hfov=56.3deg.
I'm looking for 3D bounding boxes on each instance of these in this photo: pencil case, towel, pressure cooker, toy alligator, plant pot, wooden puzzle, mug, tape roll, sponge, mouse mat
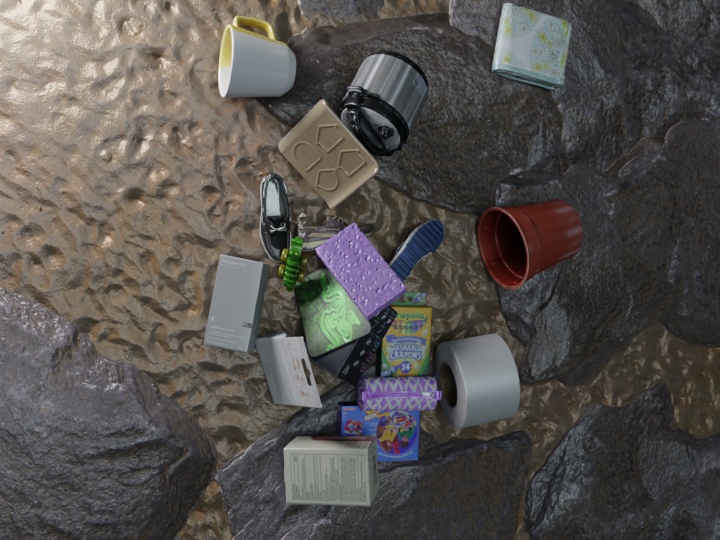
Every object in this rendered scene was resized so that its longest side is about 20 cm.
[{"bbox_3d":[0.089,0.291,1.578,0.197,0.085,0.085,0,95,-13],"label":"pencil case"},{"bbox_3d":[0.435,-0.563,1.702,0.197,0.048,0.174,11,86,-15],"label":"towel"},{"bbox_3d":[0.045,-0.368,1.521,0.174,0.179,0.202,27,71,-5],"label":"pressure cooker"},{"bbox_3d":[-0.148,-0.028,1.511,0.058,0.055,0.202,13,120,-2],"label":"toy alligator"},{"bbox_3d":[0.421,-0.078,1.645,0.193,0.200,0.204,-17,96,-22],"label":"plant pot"},{"bbox_3d":[-0.070,-0.263,1.529,0.201,0.184,0.046,50,41,-8],"label":"wooden puzzle"},{"bbox_3d":[-0.223,-0.469,1.485,0.151,0.149,0.190,2,98,-22],"label":"mug"},{"bbox_3d":[0.271,0.261,1.600,0.137,0.202,0.206,-8,93,-15],"label":"tape roll"},{"bbox_3d":[0.000,0.000,1.493,0.111,0.030,0.201,-35,70,-9],"label":"sponge"},{"bbox_3d":[-0.067,0.080,1.520,0.159,0.008,0.202,-25,62,15],"label":"mouse mat"}]

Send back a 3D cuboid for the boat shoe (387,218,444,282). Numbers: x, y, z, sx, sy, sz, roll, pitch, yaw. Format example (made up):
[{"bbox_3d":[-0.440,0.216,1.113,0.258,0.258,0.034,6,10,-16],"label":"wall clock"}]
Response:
[{"bbox_3d":[0.120,-0.047,1.617,0.200,0.072,0.072,-44,100,-15],"label":"boat shoe"}]

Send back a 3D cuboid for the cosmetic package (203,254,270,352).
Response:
[{"bbox_3d":[-0.274,0.072,1.502,0.105,0.090,0.204,9,92,3],"label":"cosmetic package"}]

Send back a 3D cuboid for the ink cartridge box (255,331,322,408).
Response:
[{"bbox_3d":[-0.148,0.218,1.492,0.050,0.198,0.163,-20,97,-41],"label":"ink cartridge box"}]

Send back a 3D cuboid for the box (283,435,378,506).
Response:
[{"bbox_3d":[-0.064,0.451,1.526,0.197,0.109,0.130,-2,92,13],"label":"box"}]

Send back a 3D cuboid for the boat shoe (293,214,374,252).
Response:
[{"bbox_3d":[-0.062,-0.093,1.569,0.197,0.074,0.075,-12,95,-15],"label":"boat shoe"}]

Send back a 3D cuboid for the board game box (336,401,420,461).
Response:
[{"bbox_3d":[0.043,0.387,1.623,0.197,0.045,0.137,2,91,-15],"label":"board game box"}]

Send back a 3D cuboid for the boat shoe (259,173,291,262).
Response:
[{"bbox_3d":[-0.192,-0.120,1.540,0.073,0.060,0.204,-2,92,-16],"label":"boat shoe"}]

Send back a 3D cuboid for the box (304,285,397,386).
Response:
[{"bbox_3d":[-0.025,0.142,1.542,0.202,0.121,0.106,-60,147,-6],"label":"box"}]

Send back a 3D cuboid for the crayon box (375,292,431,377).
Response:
[{"bbox_3d":[0.105,0.155,1.630,0.124,0.052,0.204,2,91,-15],"label":"crayon box"}]
